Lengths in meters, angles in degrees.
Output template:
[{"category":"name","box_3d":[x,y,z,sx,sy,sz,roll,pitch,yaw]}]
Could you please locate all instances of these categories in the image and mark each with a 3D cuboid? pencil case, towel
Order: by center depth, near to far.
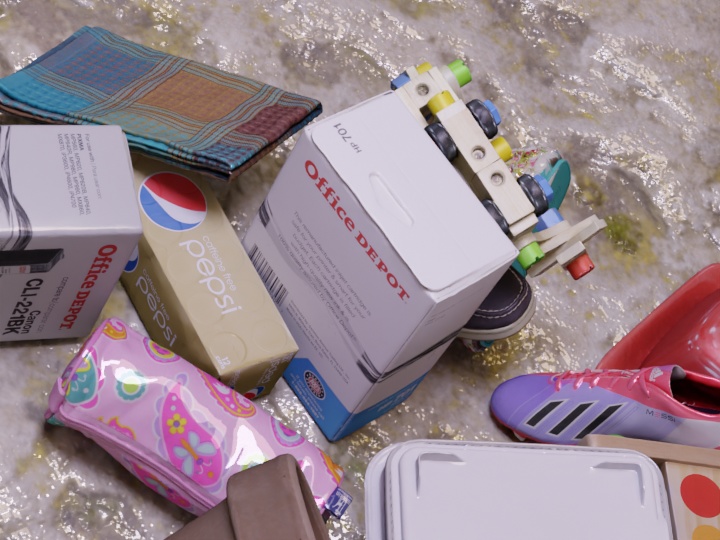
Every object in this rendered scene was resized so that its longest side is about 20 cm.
[{"category":"pencil case","box_3d":[-0.105,0.115,1.258,0.200,0.087,0.088,35,51,-2]},{"category":"towel","box_3d":[-0.145,-0.121,1.367,0.199,0.022,0.147,18,31,19]}]

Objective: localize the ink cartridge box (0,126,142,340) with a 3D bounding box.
[{"category":"ink cartridge box","box_3d":[-0.254,-0.021,1.230,0.199,0.144,0.084,-3,61,-26]}]

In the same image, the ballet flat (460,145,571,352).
[{"category":"ballet flat","box_3d":[0.100,-0.018,1.462,0.064,0.076,0.200,12,48,22]}]

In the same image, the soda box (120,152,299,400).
[{"category":"soda box","box_3d":[-0.123,-0.003,1.342,0.068,0.064,0.200,-17,66,-33]}]

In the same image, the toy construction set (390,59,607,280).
[{"category":"toy construction set","box_3d":[0.081,-0.063,1.333,0.200,0.131,0.092,43,76,5]}]

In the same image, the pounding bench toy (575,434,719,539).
[{"category":"pounding bench toy","box_3d":[0.155,0.193,1.301,0.199,0.124,0.156,9,55,-19]}]

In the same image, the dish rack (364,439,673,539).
[{"category":"dish rack","box_3d":[0.105,0.176,1.199,0.199,0.044,0.172,4,55,-9]}]

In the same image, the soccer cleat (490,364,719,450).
[{"category":"soccer cleat","box_3d":[0.190,0.092,1.375,0.199,0.077,0.067,10,39,18]}]

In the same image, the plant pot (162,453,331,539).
[{"category":"plant pot","box_3d":[-0.086,0.229,1.128,0.174,0.200,0.201,-21,66,-2]}]

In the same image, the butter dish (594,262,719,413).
[{"category":"butter dish","box_3d":[0.312,0.076,1.438,0.200,0.148,0.199,46,52,9]}]

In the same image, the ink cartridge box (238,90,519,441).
[{"category":"ink cartridge box","box_3d":[0.000,0.000,1.309,0.086,0.200,0.147,-26,72,-35]}]

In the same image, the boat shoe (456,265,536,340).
[{"category":"boat shoe","box_3d":[0.036,-0.018,1.382,0.200,0.065,0.072,33,68,30]}]
